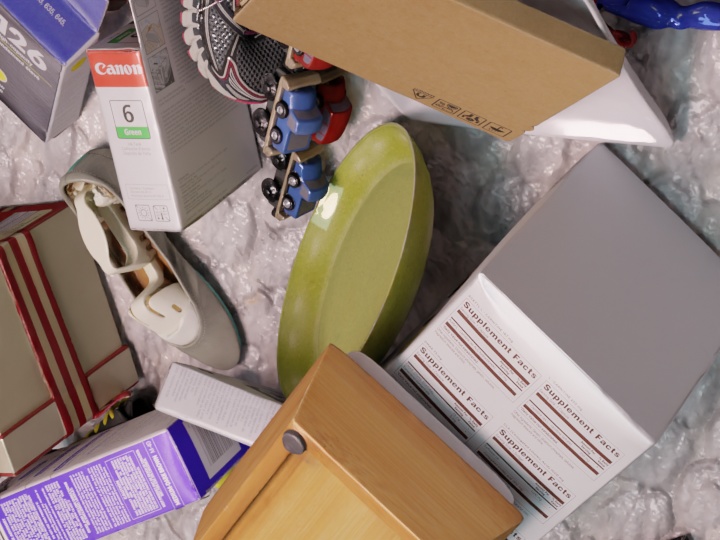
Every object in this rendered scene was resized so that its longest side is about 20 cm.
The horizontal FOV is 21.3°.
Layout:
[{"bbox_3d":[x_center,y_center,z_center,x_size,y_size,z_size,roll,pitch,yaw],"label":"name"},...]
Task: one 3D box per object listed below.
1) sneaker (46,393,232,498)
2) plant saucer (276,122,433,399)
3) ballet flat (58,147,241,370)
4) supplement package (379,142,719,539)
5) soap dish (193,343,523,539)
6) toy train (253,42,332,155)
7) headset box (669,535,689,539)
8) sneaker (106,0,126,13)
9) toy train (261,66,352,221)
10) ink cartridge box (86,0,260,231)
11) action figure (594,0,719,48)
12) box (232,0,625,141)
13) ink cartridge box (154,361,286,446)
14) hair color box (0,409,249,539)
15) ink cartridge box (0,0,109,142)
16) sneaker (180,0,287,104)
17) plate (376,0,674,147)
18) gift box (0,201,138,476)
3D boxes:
[{"bbox_3d":[-0.191,0.140,1.561,0.198,0.074,0.085,-7,106,25],"label":"sneaker"},{"bbox_3d":[0.000,0.000,1.295,0.031,0.201,0.200,21,134,-20],"label":"plant saucer"},{"bbox_3d":[-0.165,0.003,1.462,0.067,0.064,0.201,-24,102,39],"label":"ballet flat"},{"bbox_3d":[0.113,0.063,1.236,0.147,0.191,0.200,44,131,2],"label":"supplement package"},{"bbox_3d":[-0.012,0.161,1.195,0.157,0.081,0.200,42,133,6],"label":"soap dish"},{"bbox_3d":[-0.030,-0.156,1.247,0.046,0.034,0.201,41,130,31],"label":"toy train"},{"bbox_3d":[0.199,0.306,1.386,0.199,0.093,0.175,-26,101,39],"label":"headset box"},{"bbox_3d":[-0.158,-0.264,1.302,0.081,0.077,0.202,14,124,16],"label":"sneaker"},{"bbox_3d":[-0.027,-0.113,1.325,0.046,0.034,0.201,35,129,21],"label":"toy train"},{"bbox_3d":[-0.135,-0.140,1.331,0.050,0.109,0.202,2,117,31],"label":"ink cartridge box"},{"bbox_3d":[0.162,-0.172,1.169,0.198,0.052,0.066,13,127,29],"label":"action figure"},{"bbox_3d":[0.036,-0.140,1.134,0.198,0.021,0.163,23,164,-14],"label":"box"},{"bbox_3d":[-0.020,0.125,1.367,0.198,0.199,0.041,22,88,21],"label":"ink cartridge box"},{"bbox_3d":[-0.192,0.160,1.462,0.199,0.109,0.065,-22,98,24],"label":"hair color box"},{"bbox_3d":[-0.272,-0.205,1.375,0.198,0.047,0.200,45,158,4],"label":"ink cartridge box"},{"bbox_3d":[-0.069,-0.200,1.264,0.074,0.080,0.202,31,131,38],"label":"sneaker"},{"bbox_3d":[0.080,-0.140,1.185,0.198,0.033,0.199,8,162,30],"label":"plate"},{"bbox_3d":[-0.292,0.067,1.502,0.199,0.184,0.188,0,114,39],"label":"gift box"}]
